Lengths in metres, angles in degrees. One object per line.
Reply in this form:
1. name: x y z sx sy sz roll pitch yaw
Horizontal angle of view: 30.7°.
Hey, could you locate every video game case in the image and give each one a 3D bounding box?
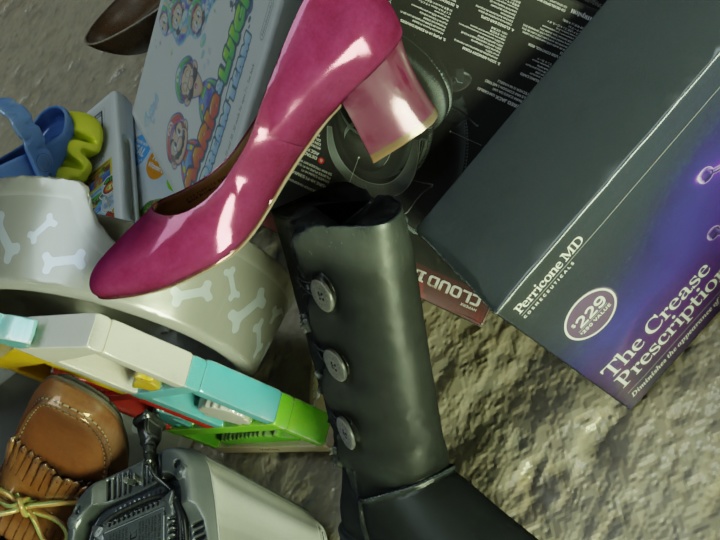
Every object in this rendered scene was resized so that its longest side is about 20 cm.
1. video game case: -0.239 -0.014 0.969 0.199 0.023 0.184 -34 44 22
2. video game case: -0.094 -0.145 0.849 0.183 0.023 0.202 55 133 47

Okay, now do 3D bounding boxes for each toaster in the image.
1. toaster: -0.084 0.189 0.711 0.113 0.129 0.202 -27 52 27

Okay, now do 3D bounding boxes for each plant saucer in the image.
1. plant saucer: -0.128 -0.228 1.019 0.199 0.032 0.201 -32 23 16

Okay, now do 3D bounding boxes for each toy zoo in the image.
1. toy zoo: -0.123 0.064 0.750 0.130 0.199 0.021 -11 58 53

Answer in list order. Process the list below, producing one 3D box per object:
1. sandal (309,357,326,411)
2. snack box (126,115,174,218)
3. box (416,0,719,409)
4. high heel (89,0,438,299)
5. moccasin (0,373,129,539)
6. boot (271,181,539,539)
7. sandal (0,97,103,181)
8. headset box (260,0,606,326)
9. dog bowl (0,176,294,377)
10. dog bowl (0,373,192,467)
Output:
1. sandal: -0.004 0.000 0.791 0.077 0.069 0.214 6 71 44
2. snack box: -0.125 -0.077 0.958 0.142 0.053 0.202 27 85 47
3. box: 0.145 -0.049 0.632 0.201 0.141 0.079 -50 43 8
4. high heel: -0.065 -0.067 0.638 0.199 0.097 0.068 -33 20 2
5. moccasin: -0.190 0.136 0.769 0.202 0.073 0.078 -53 4 41
6. boot: 0.029 0.064 0.639 0.164 0.065 0.203 10 113 50
7. sandal: -0.248 -0.039 0.912 0.079 0.087 0.203 -14 56 35
8. headset box: 0.034 -0.079 0.697 0.077 0.147 0.202 -58 -10 -62
9. dog bowl: -0.140 0.014 0.771 0.198 0.199 0.059 -3 65 41
10. dog bowl: -0.202 0.104 0.920 0.198 0.058 0.203 -22 53 32
